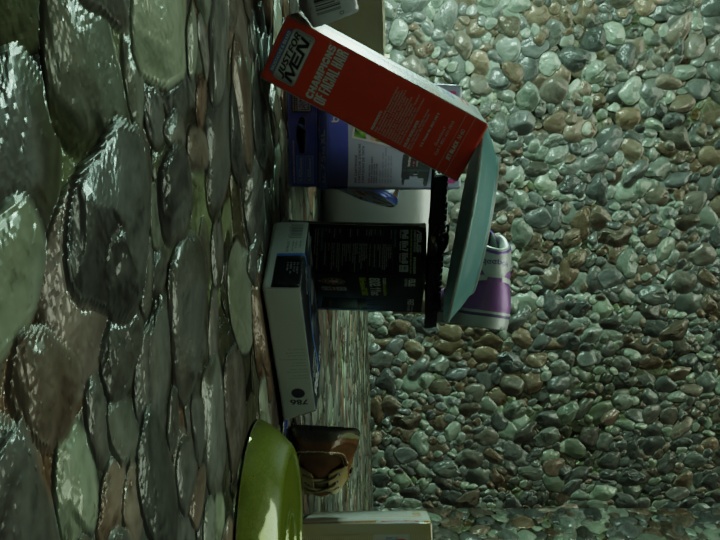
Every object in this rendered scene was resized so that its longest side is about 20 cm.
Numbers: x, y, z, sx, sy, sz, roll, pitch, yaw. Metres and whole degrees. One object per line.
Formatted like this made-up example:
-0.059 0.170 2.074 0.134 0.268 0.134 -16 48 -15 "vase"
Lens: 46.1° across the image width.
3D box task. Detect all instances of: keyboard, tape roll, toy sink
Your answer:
0.082 -0.021 0.909 0.127 0.020 0.201 -84 174 -53 "keyboard"
0.039 -0.096 1.338 0.203 0.202 0.140 -59 148 -85 "tape roll"
-0.007 -0.345 1.360 0.130 0.111 0.201 -82 171 -71 "toy sink"

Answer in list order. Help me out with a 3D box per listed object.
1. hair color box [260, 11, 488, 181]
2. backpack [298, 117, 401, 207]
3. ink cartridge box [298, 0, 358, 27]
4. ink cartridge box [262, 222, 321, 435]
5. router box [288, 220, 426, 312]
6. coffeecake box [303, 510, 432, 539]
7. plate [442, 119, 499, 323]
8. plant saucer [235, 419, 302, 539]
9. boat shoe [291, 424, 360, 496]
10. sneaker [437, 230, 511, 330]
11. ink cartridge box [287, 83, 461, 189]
0.014 -0.165 0.787 0.064 0.199 0.111 -62 -173 18 "hair color box"
0.020 -0.162 1.058 0.200 0.190 0.155 -69 174 -83 "backpack"
-0.062 -0.323 0.753 0.200 0.057 0.163 -124 -165 -56 "ink cartridge box"
-0.062 0.062 0.826 0.100 0.039 0.201 -89 178 -50 "ink cartridge box"
0.000 0.000 0.980 0.200 0.149 0.062 78 13 -76 "router box"
0.007 0.329 1.004 0.200 0.153 0.073 76 13 -77 "coffeecake box"
0.110 -0.045 0.824 0.200 0.025 0.201 10 90 -87 "plate"
-0.070 0.223 0.690 0.200 0.031 0.201 0 90 -87 "plant saucer"
-0.037 0.217 0.954 0.200 0.075 0.074 79 14 -73 "boat shoe"
0.132 0.009 0.970 0.200 0.072 0.115 165 -70 -79 "sneaker"
0.018 -0.150 0.945 0.042 0.199 0.120 -167 -104 -70 "ink cartridge box"
